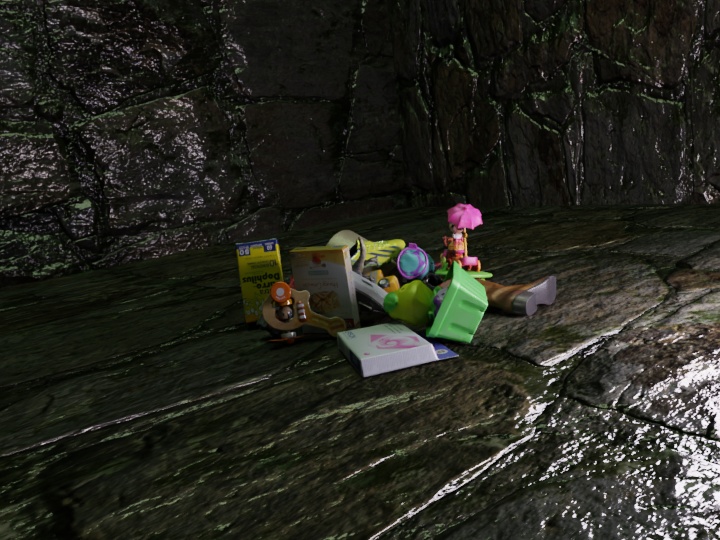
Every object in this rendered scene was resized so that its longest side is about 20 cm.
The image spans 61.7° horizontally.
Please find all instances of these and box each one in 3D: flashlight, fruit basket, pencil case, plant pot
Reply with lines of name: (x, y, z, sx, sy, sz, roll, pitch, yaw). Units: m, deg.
flashlight: (-0.176, 0.056, 1.442, 0.067, 0.203, 0.068, 26, -16, -4)
fruit basket: (0.157, 0.060, 1.286, 0.212, 0.158, 0.216, 23, 14, -6)
pencil case: (0.150, -0.015, 1.628, 0.083, 0.094, 0.200, 9, -2, 12)
plant pot: (0.016, 0.003, 1.693, 0.198, 0.191, 0.186, 20, 24, 35)

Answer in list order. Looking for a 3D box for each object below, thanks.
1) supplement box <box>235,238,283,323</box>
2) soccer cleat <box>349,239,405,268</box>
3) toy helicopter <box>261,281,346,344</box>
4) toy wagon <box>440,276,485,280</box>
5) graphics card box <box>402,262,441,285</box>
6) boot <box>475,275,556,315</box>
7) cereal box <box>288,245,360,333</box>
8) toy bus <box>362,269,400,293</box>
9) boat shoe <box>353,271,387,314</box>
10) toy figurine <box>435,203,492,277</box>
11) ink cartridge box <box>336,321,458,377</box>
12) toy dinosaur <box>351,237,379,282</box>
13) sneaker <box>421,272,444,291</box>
supplement box: (-0.256, 0.026, 1.572, 0.106, 0.205, 0.109, -8, 0, -6)
soccer cleat: (0.027, -0.049, 1.582, 0.197, 0.085, 0.065, -23, 14, -13)
toy helicopter: (-0.128, 0.114, 1.361, 0.196, 0.135, 0.079, 18, -8, 0)
toy wagon: (0.261, 0.031, 1.632, 0.152, 0.040, 0.200, 4, 6, 7)
graphics card box: (0.190, 0.012, 1.820, 0.197, 0.052, 0.125, -1, 12, 32)
boot: (0.356, 0.051, 1.462, 0.198, 0.070, 0.187, 9, 32, 44)
cereal box: (-0.082, 0.046, 1.395, 0.141, 0.204, 0.039, -3, 15, 23)
toy bus: (0.005, 0.054, 1.567, 0.196, 0.066, 0.079, -14, 36, 14)
boat shoe: (0.013, 0.064, 1.459, 0.198, 0.064, 0.071, 33, 16, -25)
toy figurine: (0.265, -0.081, 1.589, 0.147, 0.188, 0.200, 1, 3, -13)
ink cartridge box: (0.068, 0.147, 1.209, 0.196, 0.044, 0.196, -11, 11, -14)
toy dinosaur: (0.000, 0.000, 1.477, 0.087, 0.202, 0.048, 1, 45, -29)
sneaker: (0.166, 0.048, 1.537, 0.198, 0.089, 0.073, 3, 14, 44)
